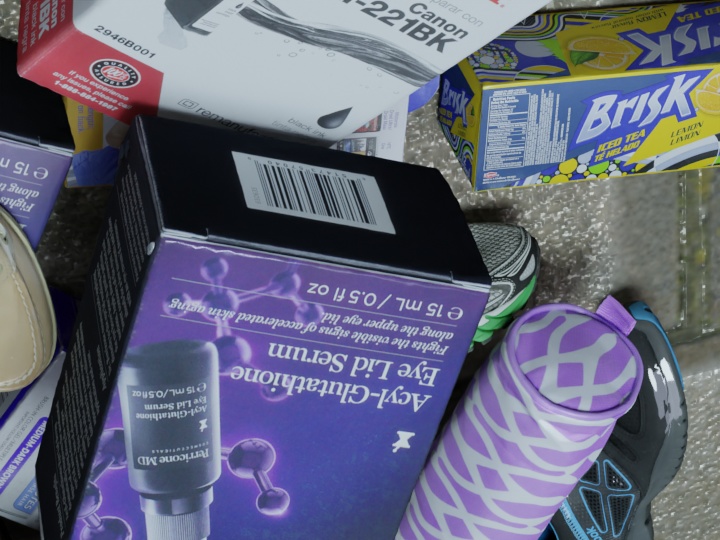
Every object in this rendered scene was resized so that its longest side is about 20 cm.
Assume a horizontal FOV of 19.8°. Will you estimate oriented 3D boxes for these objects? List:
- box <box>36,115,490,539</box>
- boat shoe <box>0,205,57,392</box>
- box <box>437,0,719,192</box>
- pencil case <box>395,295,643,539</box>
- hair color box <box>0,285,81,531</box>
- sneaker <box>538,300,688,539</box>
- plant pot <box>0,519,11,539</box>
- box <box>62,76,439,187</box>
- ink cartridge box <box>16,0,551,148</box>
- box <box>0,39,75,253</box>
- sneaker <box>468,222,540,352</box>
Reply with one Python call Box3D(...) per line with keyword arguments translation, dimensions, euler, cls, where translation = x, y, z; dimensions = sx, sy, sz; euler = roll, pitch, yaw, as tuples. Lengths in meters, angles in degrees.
Box3D(translation=(-0.050, 0.051, 0.913), dimensions=(0.147, 0.105, 0.201), euler=(8, 119, -18), cls="box")
Box3D(translation=(-0.188, -0.013, 0.893), dimensions=(0.072, 0.065, 0.201), euler=(-24, 127, -1), cls="boat shoe")
Box3D(translation=(0.145, -0.094, 1.070), dimensions=(0.198, 0.070, 0.065), euler=(-6, 127, -14), cls="box")
Box3D(translation=(0.085, 0.101, 1.141), dimensions=(0.085, 0.084, 0.200), euler=(-28, 159, -37), cls="pencil case")
Box3D(translation=(-0.113, 0.101, 1.126), dimensions=(0.199, 0.065, 0.109), euler=(26, 113, -32), cls="hair color box")
Box3D(translation=(0.138, 0.109, 1.203), dimensions=(0.081, 0.073, 0.201), euler=(-4, 123, -13), cls="sneaker")
Box3D(translation=(-0.258, 0.232, 1.094), dimensions=(0.197, 0.201, 0.201), euler=(-21, 127, -9), cls="plant pot")
Box3D(translation=(-0.050, -0.105, 1.021), dimensions=(0.198, 0.042, 0.120), euler=(-4, 124, -12), cls="box")
Box3D(translation=(-0.031, -0.133, 0.876), dimensions=(0.144, 0.084, 0.200), euler=(23, 142, -35), cls="ink cartridge box")
Box3D(translation=(-0.241, -0.016, 0.981), dimensions=(0.147, 0.105, 0.201), euler=(12, 118, -25), cls="box")
Box3D(translation=(0.000, 0.000, 1.083), dimensions=(0.198, 0.078, 0.086), euler=(-7, 124, -12), cls="sneaker")
